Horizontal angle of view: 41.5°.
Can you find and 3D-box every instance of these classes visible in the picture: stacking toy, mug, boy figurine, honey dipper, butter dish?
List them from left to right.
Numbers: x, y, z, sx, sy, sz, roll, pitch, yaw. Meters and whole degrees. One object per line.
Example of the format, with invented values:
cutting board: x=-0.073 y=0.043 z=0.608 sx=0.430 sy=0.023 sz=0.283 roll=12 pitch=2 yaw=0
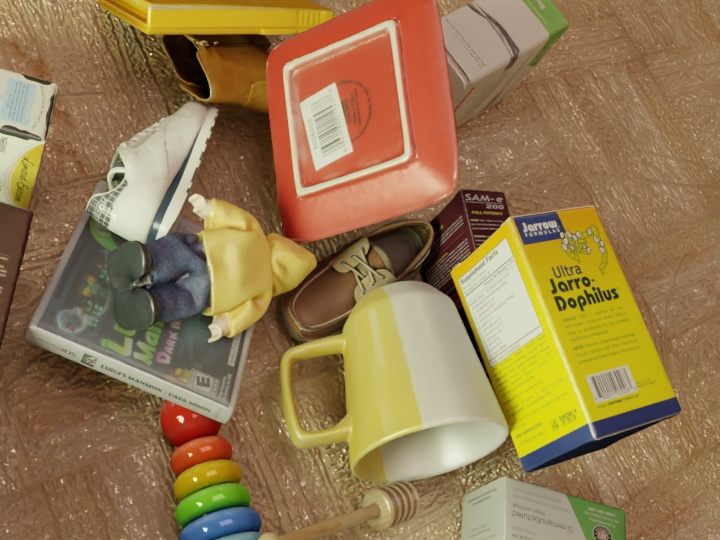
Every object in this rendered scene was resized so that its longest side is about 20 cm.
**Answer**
stacking toy: x=-0.120 y=0.190 z=0.787 sx=0.084 sy=0.086 sz=0.204 roll=-4 pitch=62 yaw=-29
boy figurine: x=-0.121 y=-0.005 z=0.830 sx=0.198 sy=0.064 sz=0.127 roll=-13 pitch=90 yaw=-48
honey dipper: x=-0.019 y=0.214 z=0.807 sx=0.198 sy=0.038 sz=0.039 roll=0 pitch=62 yaw=-52
butter dish: x=0.022 y=-0.135 z=0.910 sx=0.147 sy=0.196 sz=0.205 roll=10 pitch=69 yaw=-58
mug: x=0.035 y=0.094 z=0.872 sx=0.184 sy=0.149 sz=0.156 roll=13 pitch=53 yaw=-41

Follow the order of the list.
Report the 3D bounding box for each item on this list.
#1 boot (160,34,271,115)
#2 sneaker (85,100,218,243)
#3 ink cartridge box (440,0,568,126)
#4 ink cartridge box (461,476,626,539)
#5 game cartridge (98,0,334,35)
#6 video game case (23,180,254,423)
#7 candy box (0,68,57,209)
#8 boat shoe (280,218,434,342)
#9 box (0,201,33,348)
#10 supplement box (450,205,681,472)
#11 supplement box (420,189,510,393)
boot: x=-0.105 y=-0.179 z=0.969 sx=0.201 sy=0.071 sz=0.143 roll=45 pitch=33 yaw=14
sneaker: x=-0.189 y=-0.105 z=0.891 sx=0.079 sy=0.077 sz=0.202 roll=19 pitch=40 yaw=-8
ink cartridge box: x=0.125 y=-0.238 z=1.096 sx=0.199 sy=0.146 sz=0.085 roll=-34 pitch=82 yaw=-37
ink cartridge box: x=0.166 y=0.313 z=0.868 sx=0.143 sy=0.084 sz=0.204 roll=18 pitch=58 yaw=-18
game cartridge: x=-0.150 y=-0.269 z=0.973 sx=0.196 sy=0.033 sz=0.176 roll=-5 pitch=25 yaw=-30
video game case: x=-0.178 y=0.021 z=0.840 sx=0.179 sy=0.023 sz=0.202 roll=25 pitch=38 yaw=-15
candy box: x=-0.361 y=-0.120 z=0.781 sx=0.196 sy=0.136 sz=0.062 roll=12 pitch=60 yaw=-21
boat shoe: x=0.000 y=0.000 z=0.950 sx=0.199 sy=0.072 sz=0.076 roll=-37 pitch=85 yaw=-37
box: x=-0.315 y=0.053 z=0.739 sx=0.073 sy=0.100 sz=0.204 roll=13 pitch=60 yaw=-21
supplement box: x=0.181 y=0.060 z=0.858 sx=0.107 sy=0.109 sz=0.204 roll=-9 pitch=70 yaw=-30
supplement box: x=0.121 y=0.032 z=0.976 sx=0.060 sy=0.109 sz=0.204 roll=0 pitch=66 yaw=-27
